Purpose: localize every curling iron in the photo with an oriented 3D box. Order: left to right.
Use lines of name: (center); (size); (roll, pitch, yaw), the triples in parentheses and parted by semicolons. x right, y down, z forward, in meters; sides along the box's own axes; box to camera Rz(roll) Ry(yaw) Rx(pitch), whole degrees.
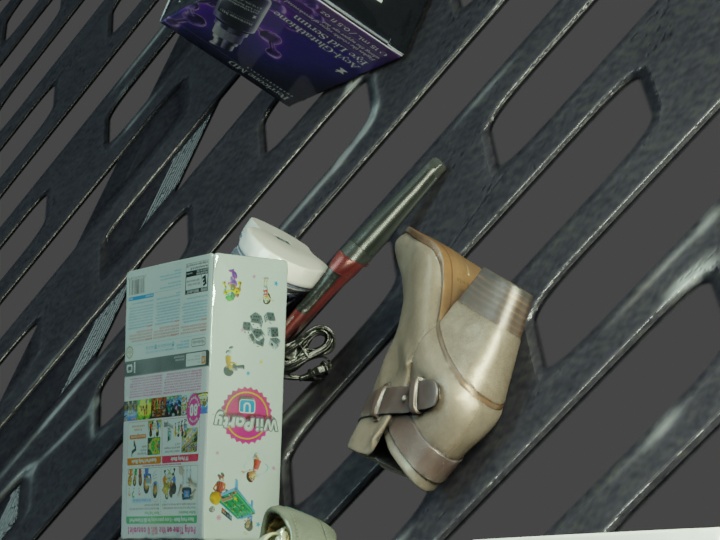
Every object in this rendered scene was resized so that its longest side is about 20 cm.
curling iron: (0.000, 0.000, 1.809); (0.200, 0.049, 0.026); (-55, -1, -9)

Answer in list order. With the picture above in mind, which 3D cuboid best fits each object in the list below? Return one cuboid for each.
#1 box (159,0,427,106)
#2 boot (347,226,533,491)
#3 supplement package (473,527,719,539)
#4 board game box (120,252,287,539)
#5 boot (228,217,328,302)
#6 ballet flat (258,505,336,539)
box: (-0.051, -0.236, 2.077); (0.200, 0.148, 0.105); (-19, 44, 58)
boot: (0.038, 0.058, 1.614); (0.147, 0.070, 0.200); (-60, 22, 1)
supplement package: (0.121, 0.232, 1.110); (0.200, 0.147, 0.192); (-14, 48, 58)
board game box: (-0.115, 0.095, 1.785); (0.147, 0.064, 0.201); (-10, 77, 61)
boot: (-0.076, 0.018, 1.887); (0.091, 0.072, 0.200); (-62, 4, 3)
ballet flat: (-0.073, 0.246, 1.604); (0.067, 0.064, 0.201); (-24, 40, 54)
